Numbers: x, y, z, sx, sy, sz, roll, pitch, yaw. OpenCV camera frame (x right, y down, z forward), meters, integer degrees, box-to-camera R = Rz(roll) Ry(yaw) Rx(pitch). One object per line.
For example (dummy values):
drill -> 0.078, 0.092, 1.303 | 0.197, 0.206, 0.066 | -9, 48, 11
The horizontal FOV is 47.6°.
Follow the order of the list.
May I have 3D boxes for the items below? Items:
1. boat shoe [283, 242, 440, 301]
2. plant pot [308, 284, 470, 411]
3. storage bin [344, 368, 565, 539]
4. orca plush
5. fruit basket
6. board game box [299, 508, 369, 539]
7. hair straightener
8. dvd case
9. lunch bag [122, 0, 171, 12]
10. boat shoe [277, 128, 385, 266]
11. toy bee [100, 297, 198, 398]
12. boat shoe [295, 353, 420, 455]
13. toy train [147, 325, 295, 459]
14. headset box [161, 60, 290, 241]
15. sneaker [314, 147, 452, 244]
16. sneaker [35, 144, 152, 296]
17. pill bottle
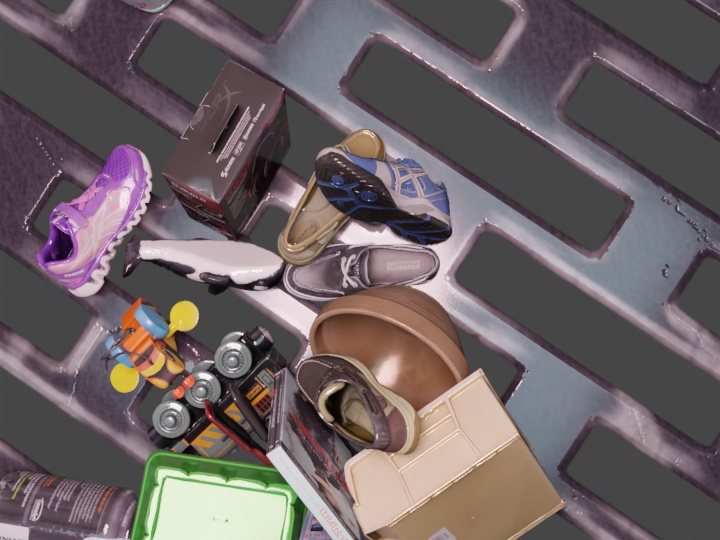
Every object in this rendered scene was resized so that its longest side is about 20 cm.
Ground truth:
boat shoe -> 0.000, 0.000, 1.007 | 0.198, 0.068, 0.072 | -3, 89, 3
plant pot -> 0.046, 0.084, 0.970 | 0.200, 0.201, 0.093 | 29, 53, 3
storage bin -> 0.109, 0.247, 0.928 | 0.198, 0.200, 0.094 | -34, 45, 2
orca plush -> -0.194, 0.008, 1.017 | 0.198, 0.105, 0.072 | -1, 124, -8
fruit basket -> -0.165, 0.304, 0.963 | 0.214, 0.216, 0.157 | 7, 73, 3
board game box -> -0.027, 0.341, 0.936 | 0.061, 0.200, 0.202 | -2, 90, 6
hair straightener -> -0.100, 0.200, 0.979 | 0.077, 0.041, 0.200 | -36, 122, 2
dvd case -> -0.051, 0.203, 0.898 | 0.022, 0.200, 0.146 | -33, 104, 7
lunch bag -> -0.295, -0.433, 1.027 | 0.199, 0.077, 0.161 | 30, 89, 3
boat shoe -> -0.032, -0.097, 0.998 | 0.073, 0.063, 0.201 | 37, 75, 4
toy bee -> -0.249, 0.104, 0.967 | 0.131, 0.200, 0.109 | -39, 106, 22
boat shoe -> -0.018, 0.140, 0.895 | 0.066, 0.200, 0.072 | 11, 100, -41
toy train -> -0.168, 0.163, 1.010 | 0.200, 0.085, 0.114 | -44, 97, 2
headset box -> -0.149, -0.134, 0.941 | 0.075, 0.200, 0.149 | 27, 78, 3
sneaker -> 0.028, -0.100, 0.977 | 0.199, 0.075, 0.078 | 26, 58, -33
sneaker -> -0.333, -0.067, 1.007 | 0.080, 0.088, 0.201 | 27, 90, 35
pill bottle -> -0.344, 0.313, 1.001 | 0.198, 0.106, 0.107 | 8, 89, 3
